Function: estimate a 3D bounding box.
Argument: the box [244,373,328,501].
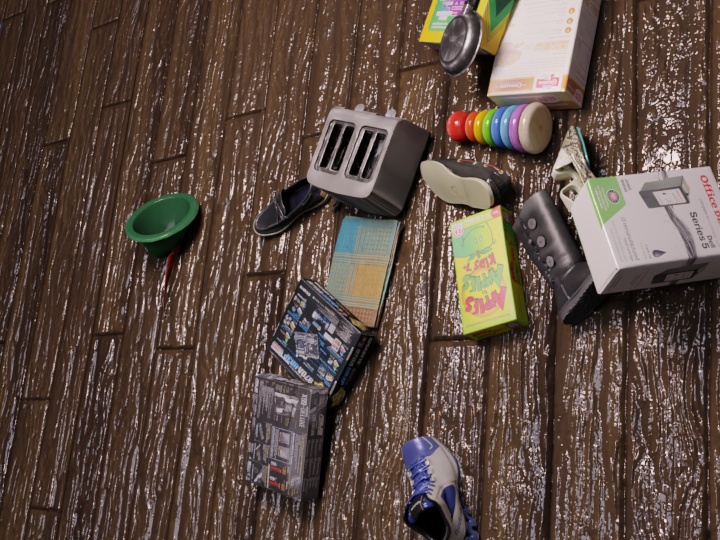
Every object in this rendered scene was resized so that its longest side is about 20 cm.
[{"bbox_3d":[-0.137,0.301,1.687,0.156,0.049,0.204,6,91,42],"label":"box"}]

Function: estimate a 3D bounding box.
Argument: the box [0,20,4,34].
[{"bbox_3d":[-1.226,-0.689,2.852,0.197,0.117,0.200,0,75,36],"label":"box"}]

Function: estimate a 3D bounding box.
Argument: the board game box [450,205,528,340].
[{"bbox_3d":[0.214,0.004,1.546,0.100,0.047,0.204,-19,64,32],"label":"board game box"}]

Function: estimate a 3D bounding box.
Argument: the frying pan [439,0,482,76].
[{"bbox_3d":[0.185,-0.424,1.572,0.192,0.030,0.116,-64,31,27],"label":"frying pan"}]

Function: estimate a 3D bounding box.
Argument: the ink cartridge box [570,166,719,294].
[{"bbox_3d":[0.420,-0.059,1.312,0.196,0.084,0.148,-7,64,-11],"label":"ink cartridge box"}]

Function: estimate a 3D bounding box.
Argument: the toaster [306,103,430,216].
[{"bbox_3d":[0.011,-0.202,1.727,0.179,0.118,0.203,19,87,41],"label":"toaster"}]

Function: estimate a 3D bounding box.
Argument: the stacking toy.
[{"bbox_3d":[0.230,-0.250,1.602,0.198,0.085,0.087,11,82,43],"label":"stacking toy"}]

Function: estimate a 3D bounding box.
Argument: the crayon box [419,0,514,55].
[{"bbox_3d":[0.200,-0.484,1.661,0.200,0.057,0.175,30,103,62],"label":"crayon box"}]

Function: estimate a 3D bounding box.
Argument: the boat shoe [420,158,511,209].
[{"bbox_3d":[0.182,-0.159,1.620,0.063,0.075,0.200,-32,32,-24],"label":"boat shoe"}]

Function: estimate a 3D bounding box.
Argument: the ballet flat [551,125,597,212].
[{"bbox_3d":[0.350,-0.142,1.472,0.074,0.068,0.203,-21,63,4],"label":"ballet flat"}]

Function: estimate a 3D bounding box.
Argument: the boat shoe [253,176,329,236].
[{"bbox_3d":[-0.149,-0.133,1.866,0.198,0.062,0.076,-27,62,30],"label":"boat shoe"}]

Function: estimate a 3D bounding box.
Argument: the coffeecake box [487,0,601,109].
[{"bbox_3d":[0.315,-0.382,1.579,0.152,0.073,0.204,5,78,40],"label":"coffeecake box"}]

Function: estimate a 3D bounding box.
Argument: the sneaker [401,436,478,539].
[{"bbox_3d":[0.112,0.354,1.466,0.080,0.115,0.201,-37,56,21],"label":"sneaker"}]

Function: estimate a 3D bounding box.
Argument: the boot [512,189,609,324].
[{"bbox_3d":[0.327,-0.045,1.440,0.165,0.065,0.202,-52,45,41],"label":"boot"}]

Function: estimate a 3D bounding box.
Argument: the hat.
[{"bbox_3d":[-0.431,-0.047,2.085,0.199,0.178,0.165,-38,42,-26],"label":"hat"}]

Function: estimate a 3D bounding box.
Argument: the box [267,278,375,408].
[{"bbox_3d":[-0.077,0.133,1.716,0.199,0.046,0.161,39,109,40],"label":"box"}]

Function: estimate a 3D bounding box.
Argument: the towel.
[{"bbox_3d":[0.000,0.000,1.733,0.145,0.022,0.204,8,82,40],"label":"towel"}]
